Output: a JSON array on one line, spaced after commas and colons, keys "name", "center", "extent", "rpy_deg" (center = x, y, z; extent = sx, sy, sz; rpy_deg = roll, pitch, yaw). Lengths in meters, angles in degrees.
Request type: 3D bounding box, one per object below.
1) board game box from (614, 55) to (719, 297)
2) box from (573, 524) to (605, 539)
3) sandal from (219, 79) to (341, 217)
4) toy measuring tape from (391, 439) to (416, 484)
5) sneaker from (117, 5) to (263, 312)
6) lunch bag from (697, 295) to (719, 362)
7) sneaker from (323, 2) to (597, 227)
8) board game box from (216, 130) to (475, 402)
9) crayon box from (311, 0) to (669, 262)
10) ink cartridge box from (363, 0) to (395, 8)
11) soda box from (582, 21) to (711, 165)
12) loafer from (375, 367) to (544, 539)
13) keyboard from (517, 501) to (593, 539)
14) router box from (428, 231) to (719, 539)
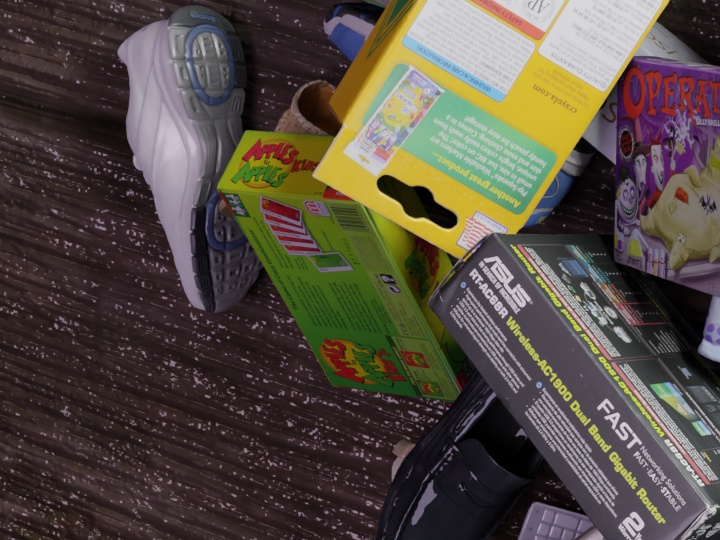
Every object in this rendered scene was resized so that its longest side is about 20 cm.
[{"name": "board game box", "center": [0.191, -0.048, 1.228], "extent": [0.200, 0.032, 0.121], "rpy_deg": [-157, 69, -67]}, {"name": "box", "center": [0.110, 0.216, 1.341], "extent": [0.200, 0.068, 0.082], "rpy_deg": [-39, 82, 5]}, {"name": "sandal", "center": [-0.013, -0.086, 1.425], "extent": [0.211, 0.077, 0.070], "rpy_deg": [-17, 73, 52]}, {"name": "toy measuring tape", "center": [0.053, 0.207, 1.473], "extent": [0.073, 0.073, 0.202], "rpy_deg": [4, 97, 29]}, {"name": "sneaker", "center": [-0.111, -0.072, 1.529], "extent": [0.087, 0.074, 0.201], "rpy_deg": [-4, 94, 48]}, {"name": "lunch bag", "center": [0.305, -0.009, 1.255], "extent": [0.199, 0.127, 0.171], "rpy_deg": [19, 106, 20]}, {"name": "sneaker", "center": [0.050, -0.101, 1.414], "extent": [0.200, 0.076, 0.077], "rpy_deg": [36, 116, 25]}, {"name": "board game box", "center": [0.000, 0.000, 1.407], "extent": [0.101, 0.048, 0.200], "rpy_deg": [6, 144, 29]}, {"name": "crayon box", "center": [0.071, -0.115, 1.293], "extent": [0.125, 0.052, 0.201], "rpy_deg": [29, 101, -18]}, {"name": "ink cartridge box", "center": [0.046, -0.252, 1.363], "extent": [0.201, 0.048, 0.145], "rpy_deg": [-66, 23, 3]}, {"name": "soda box", "center": [0.130, -0.134, 1.370], "extent": [0.200, 0.064, 0.068], "rpy_deg": [41, 116, 17]}, {"name": "loafer", "center": [0.073, 0.116, 1.404], "extent": [0.068, 0.070, 0.201], "rpy_deg": [30, 94, -19]}, {"name": "keyboard", "center": [0.099, 0.244, 1.444], "extent": [0.056, 0.011, 0.201], "rpy_deg": [18, 98, -13]}, {"name": "router box", "center": [0.148, 0.070, 1.281], "extent": [0.062, 0.150, 0.200], "rpy_deg": [-48, 65, 24]}]
